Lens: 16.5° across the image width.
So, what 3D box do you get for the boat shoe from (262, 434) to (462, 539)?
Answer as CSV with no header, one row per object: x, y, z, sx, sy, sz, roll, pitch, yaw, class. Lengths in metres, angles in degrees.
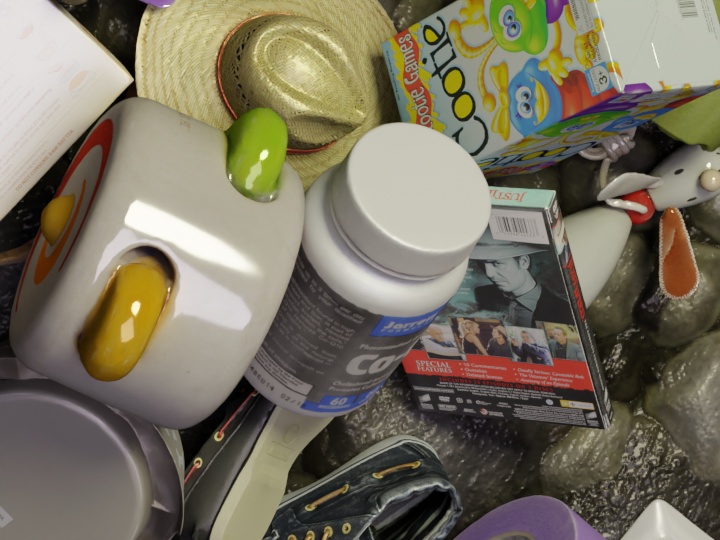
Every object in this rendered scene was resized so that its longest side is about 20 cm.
-0.024,0.189,1.714,0.200,0.091,0.071,-36,110,-2,boat shoe

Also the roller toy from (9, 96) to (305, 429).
-0.132,-0.005,1.523,0.140,0.182,0.200,24,65,-16,roller toy

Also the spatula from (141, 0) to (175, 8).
-0.202,-0.230,1.583,0.200,0.021,0.057,27,65,-14,spatula

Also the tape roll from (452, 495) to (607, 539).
0.103,0.259,1.708,0.085,0.200,0.200,42,93,-21,tape roll

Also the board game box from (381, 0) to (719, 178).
0.121,-0.133,1.575,0.103,0.200,0.105,-9,80,-38,board game box

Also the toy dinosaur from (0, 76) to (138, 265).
-0.168,-0.051,1.638,0.106,0.060,0.200,36,84,-8,toy dinosaur

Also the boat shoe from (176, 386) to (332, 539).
-0.063,0.101,1.690,0.202,0.063,0.074,-58,149,-8,boat shoe

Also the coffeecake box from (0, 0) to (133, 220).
-0.270,-0.138,1.571,0.154,0.073,0.200,-46,111,1,coffeecake box

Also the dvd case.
0.082,0.024,1.653,0.146,0.022,0.200,4,135,27,dvd case

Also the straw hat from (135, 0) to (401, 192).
-0.042,-0.121,1.598,0.201,0.085,0.202,0,90,-24,straw hat

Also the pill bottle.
0.000,0.000,1.569,0.114,0.114,0.200,13,145,-17,pill bottle

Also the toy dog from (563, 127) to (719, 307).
0.168,-0.019,1.700,0.132,0.096,0.200,35,95,-20,toy dog

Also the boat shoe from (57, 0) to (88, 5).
-0.177,-0.194,1.527,0.200,0.073,0.065,-1,81,-30,boat shoe

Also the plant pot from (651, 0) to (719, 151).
0.244,-0.187,1.640,0.200,0.200,0.190,32,109,-20,plant pot

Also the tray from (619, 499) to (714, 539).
0.195,0.274,1.829,0.107,0.022,0.200,37,94,-19,tray

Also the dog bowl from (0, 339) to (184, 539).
-0.207,0.133,1.638,0.200,0.059,0.200,4,115,9,dog bowl
